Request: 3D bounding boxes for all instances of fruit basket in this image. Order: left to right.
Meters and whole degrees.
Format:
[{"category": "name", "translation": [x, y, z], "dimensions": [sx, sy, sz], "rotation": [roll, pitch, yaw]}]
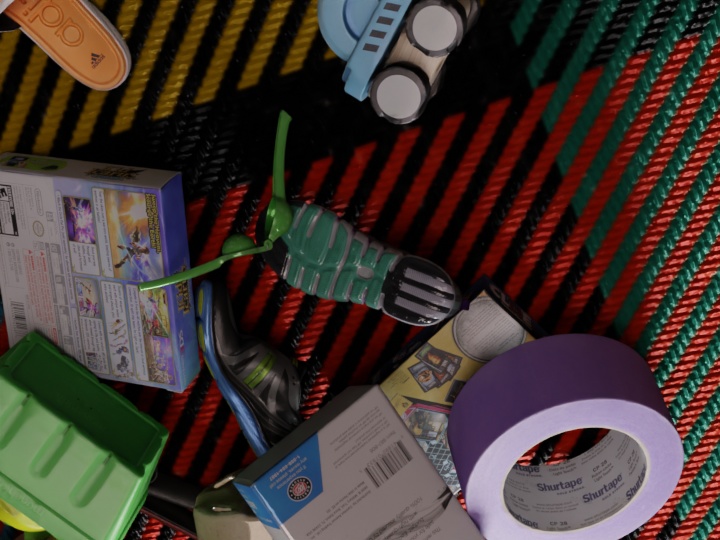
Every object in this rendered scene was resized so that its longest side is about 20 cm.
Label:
[{"category": "fruit basket", "translation": [-0.297, 0.184, 1.448], "dimensions": [0.214, 0.156, 0.217], "rotation": [4, 113, 9]}]

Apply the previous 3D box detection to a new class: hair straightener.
[{"category": "hair straightener", "translation": [-0.219, 0.188, 1.537], "dimensions": [0.199, 0.041, 0.077], "rotation": [30, 115, -3]}]

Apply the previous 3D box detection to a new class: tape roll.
[{"category": "tape roll", "translation": [0.182, 0.158, 1.413], "dimensions": [0.198, 0.085, 0.201], "rotation": [-6, 130, -7]}]

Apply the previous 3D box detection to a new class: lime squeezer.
[{"category": "lime squeezer", "translation": [-0.102, -0.039, 1.359], "dimensions": [0.071, 0.038, 0.200], "rotation": [44, 79, -26]}]

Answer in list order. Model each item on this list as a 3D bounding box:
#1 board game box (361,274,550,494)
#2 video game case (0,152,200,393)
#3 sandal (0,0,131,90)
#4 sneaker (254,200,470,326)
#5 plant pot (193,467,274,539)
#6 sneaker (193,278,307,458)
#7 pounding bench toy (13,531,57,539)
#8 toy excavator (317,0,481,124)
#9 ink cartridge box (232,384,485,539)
[{"category": "board game box", "translation": [0.091, 0.116, 1.465], "dimensions": [0.135, 0.035, 0.200], "rotation": [42, 113, -14]}, {"category": "video game case", "translation": [-0.239, 0.001, 1.418], "dimensions": [0.180, 0.045, 0.202], "rotation": [8, 118, 20]}, {"category": "sandal", "translation": [-0.278, -0.226, 1.326], "dimensions": [0.206, 0.059, 0.079], "rotation": [41, 113, -13]}, {"category": "sneaker", "translation": [0.000, 0.000, 1.402], "dimensions": [0.199, 0.087, 0.075], "rotation": [27, 94, 21]}, {"category": "plant pot", "translation": [-0.071, 0.285, 1.493], "dimensions": [0.199, 0.201, 0.185], "rotation": [-12, 102, 12]}, {"category": "sneaker", "translation": [-0.095, 0.090, 1.463], "dimensions": [0.082, 0.071, 0.201], "rotation": [-29, 108, -5]}, {"category": "pounding bench toy", "translation": [-0.267, 0.305, 1.543], "dimensions": [0.199, 0.124, 0.156], "rotation": [-35, 107, 8]}, {"category": "toy excavator", "translation": [0.004, -0.245, 1.275], "dimensions": [0.199, 0.100, 0.195], "rotation": [30, 114, 1]}, {"category": "ink cartridge box", "translation": [0.005, 0.223, 1.393], "dimensions": [0.144, 0.084, 0.201], "rotation": [-36, 97, -17]}]
